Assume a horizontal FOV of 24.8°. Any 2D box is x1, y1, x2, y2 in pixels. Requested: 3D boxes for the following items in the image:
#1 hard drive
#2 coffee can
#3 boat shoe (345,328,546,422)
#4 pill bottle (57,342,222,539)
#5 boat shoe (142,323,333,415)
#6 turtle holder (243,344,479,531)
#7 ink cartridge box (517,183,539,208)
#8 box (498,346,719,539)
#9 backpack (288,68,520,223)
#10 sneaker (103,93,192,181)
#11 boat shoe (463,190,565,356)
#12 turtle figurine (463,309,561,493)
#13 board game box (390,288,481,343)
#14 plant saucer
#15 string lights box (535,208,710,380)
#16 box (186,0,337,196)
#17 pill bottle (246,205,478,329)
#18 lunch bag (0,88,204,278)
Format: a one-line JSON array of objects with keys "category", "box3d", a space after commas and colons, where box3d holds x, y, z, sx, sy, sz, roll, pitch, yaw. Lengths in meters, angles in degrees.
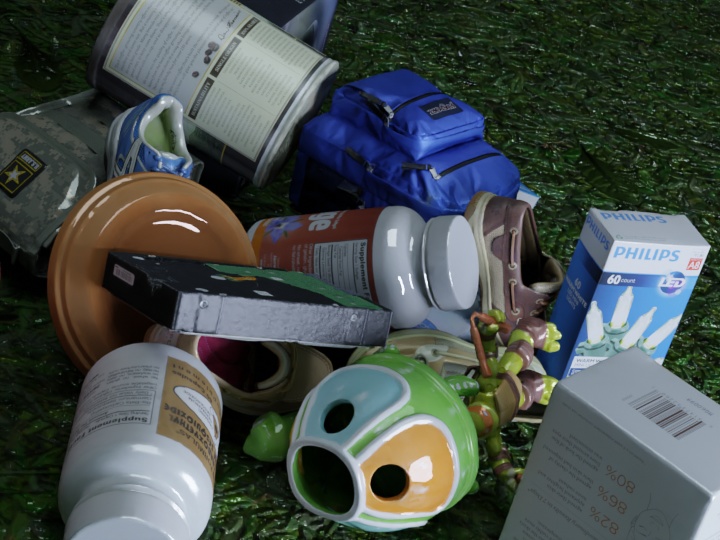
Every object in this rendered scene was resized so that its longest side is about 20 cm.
[{"category": "hard drive", "box3d": [-0.093, 0.025, 1.337, 0.200, 0.038, 0.140, 5, 11, -34]}, {"category": "coffee can", "box3d": [-0.142, -0.190, 1.584, 0.200, 0.146, 0.146, 32, 32, 3]}, {"category": "boat shoe", "box3d": [0.084, 0.103, 1.476, 0.200, 0.073, 0.063, 11, 27, -25]}, {"category": "pill bottle", "box3d": [-0.166, 0.154, 1.229, 0.114, 0.114, 0.200, 12, 31, -8]}, {"category": "boat shoe", "box3d": [-0.088, 0.082, 1.375, 0.069, 0.074, 0.200, -7, -12, 43]}, {"category": "turtle holder", "box3d": [-0.001, 0.133, 1.316, 0.185, 0.141, 0.132, 36, 39, 27]}, {"category": "ink cartridge box", "box3d": [0.085, -0.115, 1.796, 0.116, 0.067, 0.200, 15, 21, -51]}, {"category": "box", "box3d": [0.209, 0.189, 1.267, 0.152, 0.200, 0.106, 37, 38, 30]}, {"category": "backpack", "box3d": [0.051, -0.088, 1.592, 0.162, 0.168, 0.200, -25, 51, -38]}, {"category": "sneaker", "box3d": [-0.191, -0.068, 1.447, 0.076, 0.077, 0.200, 13, 61, -32]}, {"category": "boat shoe", "box3d": [0.155, 0.014, 1.531, 0.072, 0.200, 0.072, 4, 38, 31]}, {"category": "turtle figurine", "box3d": [0.121, 0.114, 1.389, 0.064, 0.200, 0.161, -5, 16, 29]}, {"category": "board game box", "box3d": [0.050, 0.013, 1.629, 0.200, 0.043, 0.199, 34, 33, 27]}, {"category": "plant saucer", "box3d": [-0.167, 0.014, 1.393, 0.200, 0.200, 0.037, -8, 0, -35]}, {"category": "string lights box", "box3d": [0.235, 0.043, 1.516, 0.103, 0.200, 0.059, 3, 33, -21]}, {"category": "box", "box3d": [-0.126, -0.218, 1.768, 0.123, 0.200, 0.198, 23, 32, 11]}, {"category": "pill bottle", "box3d": [0.000, 0.000, 1.488, 0.200, 0.112, 0.112, -5, 24, 21]}, {"category": "lunch bag", "box3d": [-0.279, -0.077, 1.551, 0.200, 0.118, 0.164, -23, 46, -40]}]
